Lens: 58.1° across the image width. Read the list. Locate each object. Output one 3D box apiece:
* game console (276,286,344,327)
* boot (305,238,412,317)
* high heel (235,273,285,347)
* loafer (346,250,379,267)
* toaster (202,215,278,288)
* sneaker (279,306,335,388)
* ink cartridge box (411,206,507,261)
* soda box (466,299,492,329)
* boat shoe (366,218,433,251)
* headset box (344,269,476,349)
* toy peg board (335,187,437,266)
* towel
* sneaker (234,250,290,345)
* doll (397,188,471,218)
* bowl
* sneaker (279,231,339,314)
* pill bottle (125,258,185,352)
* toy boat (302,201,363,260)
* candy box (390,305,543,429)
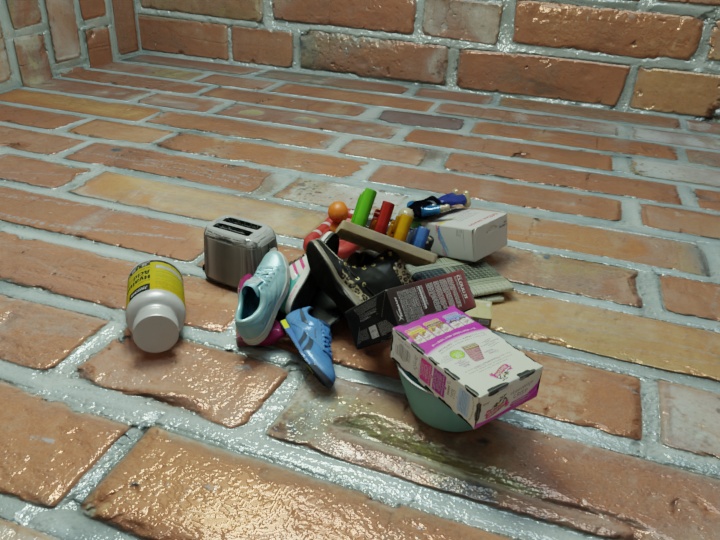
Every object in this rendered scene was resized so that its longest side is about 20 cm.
[{"bbox_3d":[-0.079,0.075,1.356,0.175,0.117,0.200,18,13,-45],"label":"game console"},{"bbox_3d":[0.000,0.002,1.261,0.150,0.073,0.200,-30,73,-33],"label":"boot"},{"bbox_3d":[-0.195,0.075,1.295,0.095,0.068,0.201,-8,44,1],"label":"high heel"},{"bbox_3d":[0.000,0.000,1.419,0.071,0.074,0.200,16,12,3],"label":"loafer"},{"bbox_3d":[-0.269,-0.040,1.434,0.198,0.131,0.114,16,31,24],"label":"toaster"},{"bbox_3d":[-0.080,0.130,1.180,0.078,0.066,0.200,-31,39,-8],"label":"sneaker"},{"bbox_3d":[0.238,-0.093,1.578,0.144,0.085,0.199,-24,26,-39],"label":"ink cartridge box"},{"bbox_3d":[0.160,0.093,1.295,0.198,0.065,0.068,7,29,8],"label":"soda box"},{"bbox_3d":[0.076,-0.090,1.519,0.198,0.061,0.074,26,29,3],"label":"boat shoe"},{"bbox_3d":[0.096,0.068,1.155,0.198,0.076,0.148,-13,-10,-33],"label":"headset box"},{"bbox_3d":[0.059,-0.089,1.343,0.197,0.099,0.200,19,-3,-5],"label":"toy peg board"},{"bbox_3d":[0.222,0.023,1.469,0.198,0.035,0.193,-9,28,-15],"label":"towel"},{"bbox_3d":[-0.184,0.034,1.214,0.073,0.082,0.202,0,55,14],"label":"sneaker"},{"bbox_3d":[0.175,-0.156,1.575,0.198,0.049,0.136,-18,21,-28],"label":"doll"},{"bbox_3d":[0.153,0.189,1.077,0.198,0.106,0.201,1,30,-1],"label":"bowl"},{"bbox_3d":[-0.133,-0.005,1.325,0.120,0.084,0.201,17,62,28],"label":"sneaker"},{"bbox_3d":[-0.394,0.068,1.248,0.110,0.112,0.200,-6,30,-15],"label":"pill bottle"},{"bbox_3d":[-0.052,-0.105,1.566,0.129,0.132,0.200,14,31,20],"label":"toy boat"},{"bbox_3d":[0.157,0.140,0.994,0.135,0.062,0.200,-16,33,-31],"label":"candy box"}]
